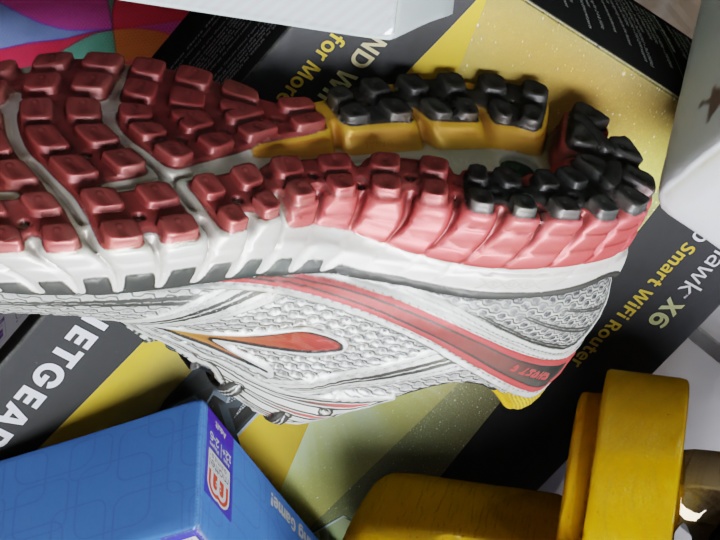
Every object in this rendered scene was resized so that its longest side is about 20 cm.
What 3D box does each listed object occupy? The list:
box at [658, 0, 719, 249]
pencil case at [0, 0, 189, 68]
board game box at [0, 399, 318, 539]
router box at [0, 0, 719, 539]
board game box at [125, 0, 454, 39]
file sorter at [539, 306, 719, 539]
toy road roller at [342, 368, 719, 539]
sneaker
[{"bbox_3d":[0.209,-0.087,0.706,0.171,0.199,0.200,32,138,-16],"label":"box"},{"bbox_3d":[-0.064,-0.043,0.798,0.200,0.088,0.088,-9,127,-10],"label":"pencil case"},{"bbox_3d":[-0.098,0.119,0.790,0.200,0.045,0.152,-17,137,20],"label":"board game box"},{"bbox_3d":[0.000,0.000,0.763,0.157,0.052,0.200,28,116,-29],"label":"router box"},{"bbox_3d":[-0.071,-0.141,0.641,0.200,0.064,0.148,11,102,13],"label":"board game box"},{"bbox_3d":[0.139,0.086,0.865,0.139,0.125,0.200,12,112,-52],"label":"file sorter"},{"bbox_3d":[0.062,0.125,0.739,0.146,0.123,0.200,8,98,7],"label":"toy road roller"},{"bbox_3d":[-0.031,0.002,0.673,0.200,0.078,0.082,4,125,-15],"label":"sneaker"}]
